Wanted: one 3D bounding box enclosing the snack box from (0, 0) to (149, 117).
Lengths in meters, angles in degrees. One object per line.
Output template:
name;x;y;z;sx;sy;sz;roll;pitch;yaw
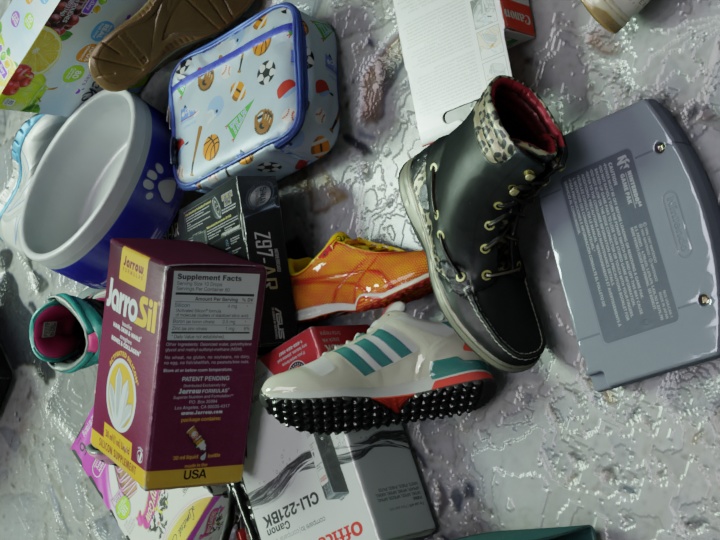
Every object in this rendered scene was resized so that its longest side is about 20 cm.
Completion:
snack box;-0.282;-0.252;1.258;0.200;0.168;0.068;-45;64;29

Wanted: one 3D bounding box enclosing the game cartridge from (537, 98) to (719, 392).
game cartridge;0.211;-0.020;0.918;0.133;0.040;0.202;-23;75;42

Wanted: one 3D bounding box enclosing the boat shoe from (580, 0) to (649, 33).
boat shoe;0.174;-0.280;0.935;0.069;0.074;0.201;-34;69;22

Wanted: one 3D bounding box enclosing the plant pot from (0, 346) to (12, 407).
plant pot;-0.553;0.128;1.484;0.177;0.199;0.201;-40;64;21

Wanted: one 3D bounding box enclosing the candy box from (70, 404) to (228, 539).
candy box;-0.214;0.208;1.266;0.200;0.061;0.137;47;118;30

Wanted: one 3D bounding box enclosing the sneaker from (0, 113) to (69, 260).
sneaker;-0.368;-0.097;1.404;0.087;0.075;0.201;44;124;24

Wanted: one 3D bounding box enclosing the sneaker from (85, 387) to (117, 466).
sneaker;-0.216;0.099;1.177;0.070;0.082;0.202;15;97;46

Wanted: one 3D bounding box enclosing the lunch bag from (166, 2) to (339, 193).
lunch bag;-0.110;-0.164;1.166;0.199;0.075;0.162;-18;69;38

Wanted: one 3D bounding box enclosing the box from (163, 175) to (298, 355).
box;-0.137;0.010;1.179;0.199;0.043;0.162;-22;74;55

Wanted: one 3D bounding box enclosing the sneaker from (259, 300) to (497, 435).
sneaker;0.012;0.078;1.016;0.198;0.071;0.094;-6;58;-2

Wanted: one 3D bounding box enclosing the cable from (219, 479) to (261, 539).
cable;-0.114;0.233;1.168;0.201;0.096;0.051;59;161;31

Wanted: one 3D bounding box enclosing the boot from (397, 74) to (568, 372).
boot;0.113;-0.035;0.944;0.154;0.073;0.205;-47;63;53

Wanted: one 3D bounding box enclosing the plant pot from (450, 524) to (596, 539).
plant pot;0.077;0.287;0.969;0.199;0.140;0.143;-13;81;47

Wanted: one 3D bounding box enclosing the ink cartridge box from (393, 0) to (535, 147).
ink cartridge box;0.087;-0.215;1.017;0.108;0.050;0.202;-16;80;39

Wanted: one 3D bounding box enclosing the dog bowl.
dog bowl;-0.268;-0.085;1.254;0.199;0.079;0.202;-29;46;34

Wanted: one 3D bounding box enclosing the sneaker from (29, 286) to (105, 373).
sneaker;-0.299;0.058;1.281;0.199;0.120;0.085;11;103;55

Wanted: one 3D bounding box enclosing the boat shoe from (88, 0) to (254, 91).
boat shoe;-0.188;-0.255;1.220;0.199;0.065;0.072;-32;101;4

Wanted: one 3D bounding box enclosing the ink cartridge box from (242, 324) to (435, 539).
ink cartridge box;-0.034;0.169;1.095;0.144;0.083;0.202;-32;70;36

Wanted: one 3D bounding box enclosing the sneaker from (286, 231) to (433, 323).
sneaker;0.000;0.000;1.074;0.199;0.073;0.078;-11;86;40

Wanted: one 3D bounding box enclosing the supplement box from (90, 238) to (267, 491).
supplement box;-0.168;0.081;1.090;0.131;0.102;0.202;19;104;55
